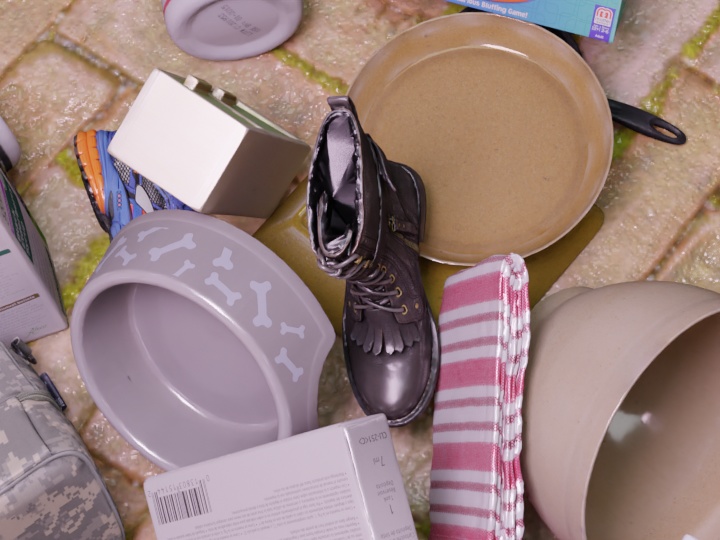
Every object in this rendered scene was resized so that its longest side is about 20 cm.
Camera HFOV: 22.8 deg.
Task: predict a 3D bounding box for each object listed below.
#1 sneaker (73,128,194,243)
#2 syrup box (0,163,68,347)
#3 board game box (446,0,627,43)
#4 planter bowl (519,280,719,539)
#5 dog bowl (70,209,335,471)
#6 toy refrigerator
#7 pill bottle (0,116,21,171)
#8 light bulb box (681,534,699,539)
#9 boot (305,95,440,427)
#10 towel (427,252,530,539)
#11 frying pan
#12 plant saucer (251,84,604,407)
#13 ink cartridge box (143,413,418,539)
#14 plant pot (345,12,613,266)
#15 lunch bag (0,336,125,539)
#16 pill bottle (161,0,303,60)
[{"bbox_3d":[-0.146,-0.028,1.301,0.078,0.075,0.201,-21,69,-9],"label":"sneaker"},{"bbox_3d":[-0.268,-0.018,1.234,0.081,0.200,0.079,-19,66,-4],"label":"syrup box"},{"bbox_3d":[0.113,-0.248,1.352,0.198,0.045,0.153,15,38,9],"label":"board game box"},{"bbox_3d":[0.172,0.091,1.181,0.200,0.201,0.134,-45,44,-14],"label":"planter bowl"},{"bbox_3d":[-0.107,0.060,1.189,0.199,0.201,0.059,29,45,15],"label":"dog bowl"},{"bbox_3d":[-0.097,-0.086,1.223,0.076,0.200,0.070,33,96,9],"label":"toy refrigerator"},{"bbox_3d":[-0.358,-0.065,1.306,0.200,0.115,0.114,-41,71,-13],"label":"pill bottle"},{"bbox_3d":[0.195,0.297,1.074,0.124,0.199,0.201,28,71,16],"label":"light bulb box"},{"bbox_3d":[0.000,0.000,1.158,0.068,0.174,0.202,-5,84,13],"label":"boot"},{"bbox_3d":[0.079,0.094,1.172,0.030,0.146,0.202,5,84,-14],"label":"towel"},{"bbox_3d":[0.149,-0.149,1.352,0.188,0.031,0.116,5,64,-11],"label":"frying pan"},{"bbox_3d":[0.046,-0.036,1.303,0.199,0.049,0.200,37,74,17],"label":"plant saucer"},{"bbox_3d":[-0.044,0.197,1.122,0.044,0.199,0.178,-8,82,-46],"label":"ink cartridge box"},{"bbox_3d":[0.082,-0.092,1.284,0.198,0.028,0.202,-2,67,4],"label":"plant pot"},{"bbox_3d":[-0.277,0.148,1.201,0.199,0.140,0.168,-33,52,-13],"label":"lunch bag"},{"bbox_3d":[-0.111,-0.273,1.379,0.107,0.109,0.202,-11,67,-1],"label":"pill bottle"}]
